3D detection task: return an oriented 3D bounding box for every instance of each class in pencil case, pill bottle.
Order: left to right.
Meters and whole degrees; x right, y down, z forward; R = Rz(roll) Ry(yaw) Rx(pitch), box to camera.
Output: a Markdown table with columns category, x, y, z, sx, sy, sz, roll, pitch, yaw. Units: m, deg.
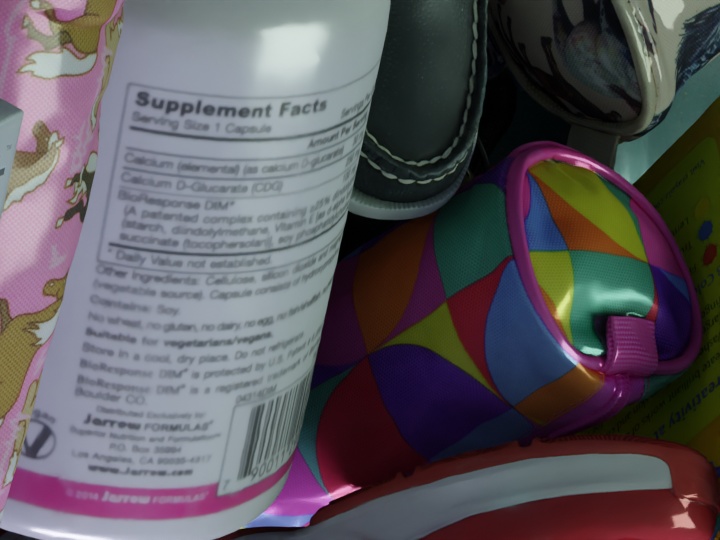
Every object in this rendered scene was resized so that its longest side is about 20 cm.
| category | x | y | z | sx | sy | sz | roll | pitch | yaw |
| --- | --- | --- | --- | --- | --- | --- | --- | --- | --- |
| pencil case | -0.112 | 0.008 | 0.626 | 0.087 | 0.083 | 0.200 | -130 | -128 | -61 |
| pill bottle | -0.056 | -0.040 | 0.722 | 0.113 | 0.113 | 0.200 | -42 | 148 | -61 |
| pencil case | 0.006 | 0.041 | 0.837 | 0.200 | 0.088 | 0.088 | -36 | -171 | 37 |
| pencil case | 0.122 | -0.113 | 0.872 | 0.200 | 0.078 | 0.090 | -34 | 138 | -31 |

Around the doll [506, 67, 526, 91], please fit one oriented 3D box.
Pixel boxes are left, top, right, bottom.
| category | x | y | z | sx | sy | sz | roll | pitch | yaw |
| --- | --- | --- | --- | --- | --- | --- | --- | --- | --- |
| doll | 0.069 | -0.122 | 0.914 | 0.200 | 0.048 | 0.137 | -5 | 87 | -46 |

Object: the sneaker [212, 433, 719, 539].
| category | x | y | z | sx | sy | sz | roll | pitch | yaw |
| --- | --- | --- | --- | --- | --- | --- | --- | --- | --- |
| sneaker | 0.010 | 0.120 | 0.763 | 0.078 | 0.200 | 0.116 | 42 | 33 | -67 |

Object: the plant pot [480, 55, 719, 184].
| category | x | y | z | sx | sy | sz | roll | pitch | yaw |
| --- | --- | --- | --- | --- | --- | --- | --- | --- | --- |
| plant pot | 0.098 | -0.029 | 1.055 | 0.200 | 0.134 | 0.201 | -176 | -90 | -66 |

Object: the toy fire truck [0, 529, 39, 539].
| category | x | y | z | sx | sy | sz | roll | pitch | yaw |
| --- | --- | --- | --- | --- | --- | --- | --- | --- | --- |
| toy fire truck | -0.116 | 0.158 | 0.810 | 0.200 | 0.112 | 0.168 | -33 | 116 | -68 |

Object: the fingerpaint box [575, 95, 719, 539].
| category | x | y | z | sx | sy | sz | roll | pitch | yaw |
| --- | --- | --- | --- | --- | --- | --- | --- | --- | --- |
| fingerpaint box | 0.089 | 0.074 | 0.860 | 0.200 | 0.073 | 0.167 | -47 | -148 | 37 |

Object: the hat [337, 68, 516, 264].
| category | x | y | z | sx | sy | sz | roll | pitch | yaw |
| --- | --- | --- | --- | --- | --- | --- | --- | --- | --- |
| hat | 0.000 | 0.000 | 0.922 | 0.200 | 0.081 | 0.201 | -33 | 154 | -19 |

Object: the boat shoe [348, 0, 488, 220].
| category | x | y | z | sx | sy | sz | roll | pitch | yaw |
| --- | --- | --- | --- | --- | --- | --- | --- | --- | --- |
| boat shoe | 0.000 | -0.115 | 0.774 | 0.060 | 0.076 | 0.200 | 148 | -69 | -65 |

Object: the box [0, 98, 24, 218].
| category | x | y | z | sx | sy | sz | roll | pitch | yaw |
| --- | --- | --- | --- | --- | --- | --- | --- | --- | --- |
| box | -0.161 | 0.053 | 0.500 | 0.200 | 0.097 | 0.177 | -33 | 142 | -65 |
